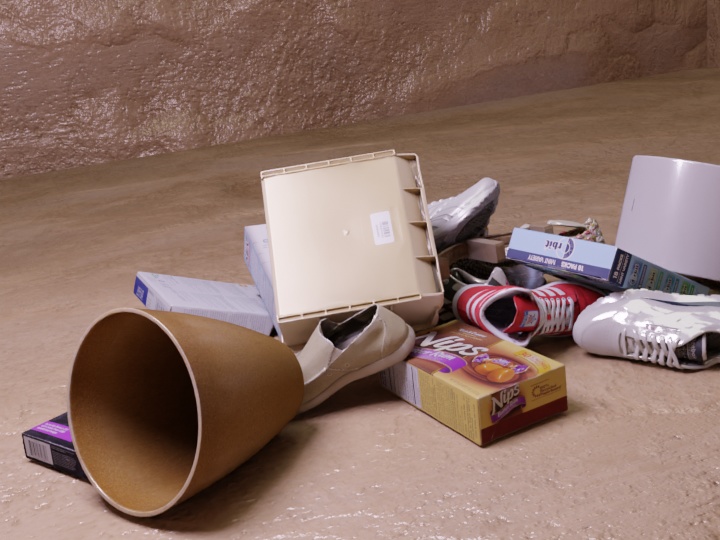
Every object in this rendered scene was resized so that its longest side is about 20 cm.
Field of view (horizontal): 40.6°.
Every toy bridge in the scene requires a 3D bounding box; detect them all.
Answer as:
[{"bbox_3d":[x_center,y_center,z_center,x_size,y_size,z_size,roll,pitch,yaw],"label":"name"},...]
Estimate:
[{"bbox_3d":[0.161,-0.027,1.261,0.198,0.028,0.067,-17,14,-30],"label":"toy bridge"}]

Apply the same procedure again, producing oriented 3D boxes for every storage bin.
[{"bbox_3d":[-0.013,-0.026,1.159,0.195,0.203,0.094,-9,-26,0],"label":"storage bin"}]

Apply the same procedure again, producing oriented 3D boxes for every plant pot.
[{"bbox_3d":[-0.151,0.123,0.958,0.184,0.190,0.199,6,7,37],"label":"plant pot"}]

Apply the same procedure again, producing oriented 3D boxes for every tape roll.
[{"bbox_3d":[0.444,-0.065,1.281,0.200,0.141,0.203,12,5,-1],"label":"tape roll"}]

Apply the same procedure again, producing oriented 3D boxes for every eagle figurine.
[{"bbox_3d":[0.169,-0.003,1.366,0.198,0.151,0.153,28,70,11],"label":"eagle figurine"}]

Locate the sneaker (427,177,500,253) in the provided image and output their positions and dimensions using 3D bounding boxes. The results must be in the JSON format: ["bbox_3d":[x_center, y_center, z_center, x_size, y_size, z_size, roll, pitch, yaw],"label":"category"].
[{"bbox_3d":[0.097,-0.066,1.304,0.199,0.100,0.078,-40,-26,2],"label":"sneaker"}]

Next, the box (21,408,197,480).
[{"bbox_3d":[-0.244,0.164,1.064,0.141,0.037,0.199,6,19,37],"label":"box"}]

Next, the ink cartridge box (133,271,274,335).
[{"bbox_3d":[-0.203,0.051,1.381,0.197,0.044,0.196,9,8,-27],"label":"ink cartridge box"}]

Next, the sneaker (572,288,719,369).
[{"bbox_3d":[0.338,0.073,1.097,0.197,0.077,0.081,-5,34,20],"label":"sneaker"}]

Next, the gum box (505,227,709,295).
[{"bbox_3d":[0.310,0.003,1.224,0.198,0.045,0.169,17,0,-37],"label":"gum box"}]

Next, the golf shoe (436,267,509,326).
[{"bbox_3d":[0.105,0.038,1.265,0.197,0.089,0.077,-1,18,22],"label":"golf shoe"}]

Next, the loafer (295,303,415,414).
[{"bbox_3d":[-0.038,0.093,1.074,0.198,0.069,0.076,-27,24,8],"label":"loafer"}]

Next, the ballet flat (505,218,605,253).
[{"bbox_3d":[0.282,-0.045,1.514,0.197,0.065,0.076,-8,17,-4],"label":"ballet flat"}]

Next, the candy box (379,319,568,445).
[{"bbox_3d":[0.116,0.115,1.055,0.115,0.057,0.199,-15,20,-26],"label":"candy box"}]

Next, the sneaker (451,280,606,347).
[{"bbox_3d":[0.216,0.050,1.153,0.197,0.072,0.112,0,5,-9],"label":"sneaker"}]

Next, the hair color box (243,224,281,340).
[{"bbox_3d":[-0.086,0.013,1.329,0.098,0.061,0.201,-9,42,-20],"label":"hair color box"}]
